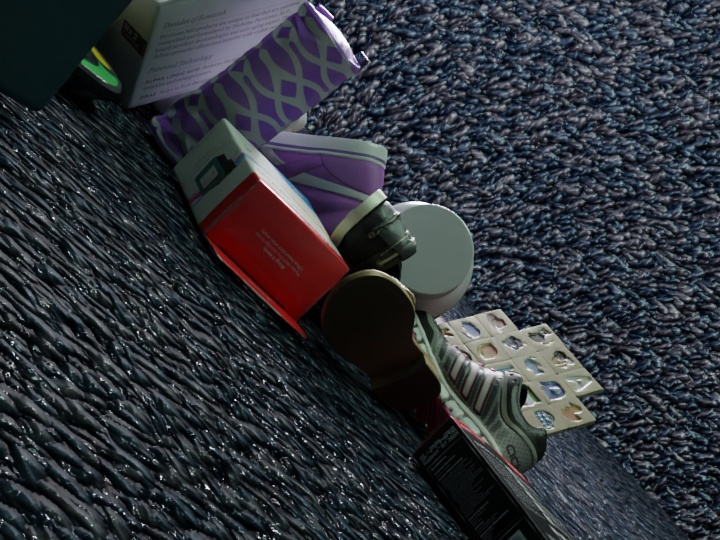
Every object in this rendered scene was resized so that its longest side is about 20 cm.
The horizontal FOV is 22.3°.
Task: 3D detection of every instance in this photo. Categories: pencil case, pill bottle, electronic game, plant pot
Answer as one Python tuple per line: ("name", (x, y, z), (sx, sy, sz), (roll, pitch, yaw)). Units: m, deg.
("pencil case", (-0.095, -0.160, 1.634), (0.084, 0.199, 0.086), (50, 7, -43))
("pill bottle", (0.045, -0.002, 1.739), (0.112, 0.112, 0.200), (46, -14, 0))
("electronic game", (-0.267, -0.212, 1.477), (0.200, 0.042, 0.200), (47, 5, -5))
("plant pot", (-0.254, -0.220, 1.134), (0.141, 0.141, 0.200), (49, 13, 29))

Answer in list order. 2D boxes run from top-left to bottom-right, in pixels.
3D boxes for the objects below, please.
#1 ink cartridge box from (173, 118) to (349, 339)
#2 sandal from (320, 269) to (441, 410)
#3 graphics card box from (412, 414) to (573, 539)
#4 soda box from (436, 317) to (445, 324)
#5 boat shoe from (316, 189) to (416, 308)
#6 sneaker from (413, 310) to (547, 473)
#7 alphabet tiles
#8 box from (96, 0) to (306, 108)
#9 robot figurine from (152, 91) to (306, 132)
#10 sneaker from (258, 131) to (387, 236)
("ink cartridge box", (-0.081, -0.036, 1.512), (0.116, 0.067, 0.200), (44, 6, -27))
("sandal", (0.013, 0.038, 1.522), (0.212, 0.077, 0.070), (61, 12, -53))
("graphics card box", (0.131, 0.213, 1.430), (0.125, 0.051, 0.200), (42, 6, -47))
("soda box", (0.086, 0.107, 1.812), (0.070, 0.063, 0.200), (44, 5, -32))
("boat shoe", (0.000, 0.000, 1.607), (0.068, 0.072, 0.200), (43, -24, 4))
("sneaker", (0.100, 0.110, 1.626), (0.200, 0.087, 0.074), (58, -27, 37))
("alphabet tiles", (0.123, 0.102, 1.717), (0.199, 0.006, 0.167), (-12, 44, -31))
("box", (-0.181, -0.280, 1.705), (0.199, 0.131, 0.199), (-21, 59, -39))
("robot figurine", (-0.133, -0.184, 1.837), (0.199, 0.169, 0.114), (8, 79, -54))
("sneaker", (-0.079, -0.069, 1.690), (0.199, 0.115, 0.073), (7, -8, 23))
